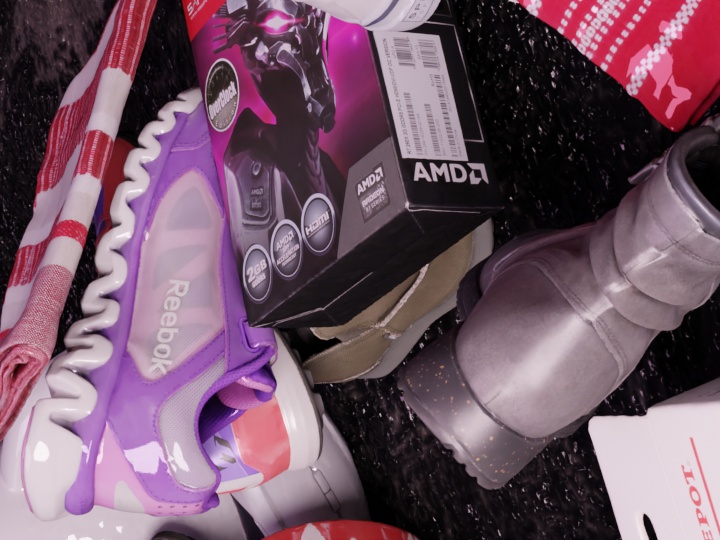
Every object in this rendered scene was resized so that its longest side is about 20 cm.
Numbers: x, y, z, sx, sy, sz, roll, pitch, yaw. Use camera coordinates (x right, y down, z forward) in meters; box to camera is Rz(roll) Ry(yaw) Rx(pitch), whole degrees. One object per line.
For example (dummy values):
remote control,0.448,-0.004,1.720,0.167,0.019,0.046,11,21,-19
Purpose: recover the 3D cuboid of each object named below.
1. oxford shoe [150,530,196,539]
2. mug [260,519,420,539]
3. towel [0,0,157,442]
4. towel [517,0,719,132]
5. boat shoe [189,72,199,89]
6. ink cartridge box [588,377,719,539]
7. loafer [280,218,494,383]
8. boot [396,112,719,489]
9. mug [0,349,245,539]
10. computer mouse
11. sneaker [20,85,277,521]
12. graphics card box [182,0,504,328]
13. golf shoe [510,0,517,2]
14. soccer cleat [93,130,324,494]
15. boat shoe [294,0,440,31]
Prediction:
oxford shoe,-0.072,0.231,1.049,0.073,0.084,0.201,-21,93,51
mug,-0.012,0.240,0.948,0.178,0.132,0.201,115,155,-46
towel,-0.130,-0.030,0.885,0.144,0.023,0.201,132,154,-60
towel,0.055,-0.143,0.640,0.200,0.023,0.145,38,142,4
boat shoe,-0.069,-0.040,1.022,0.066,0.070,0.201,48,154,37
ink cartridge box,0.161,0.084,0.634,0.200,0.067,0.118,-11,98,64
loafer,0.000,0.000,0.898,0.075,0.069,0.200,60,152,22
boot,0.094,-0.003,0.694,0.132,0.200,0.070,-43,93,19
mug,-0.137,0.120,1.130,0.148,0.174,0.201,44,143,44
computer mouse,-0.032,0.095,1.019,0.044,0.110,0.201,6,126,40
sneaker,-0.071,0.019,0.855,0.081,0.088,0.201,93,-168,-64
graphics card box,-0.016,-0.090,0.822,0.125,0.051,0.201,-35,62,50
golf shoe,0.022,-0.184,0.709,0.072,0.092,0.201,-12,97,63
soccer cleat,-0.090,0.016,0.929,0.200,0.073,0.068,57,155,29
boat shoe,-0.042,-0.154,0.759,0.200,0.066,0.074,41,119,45
